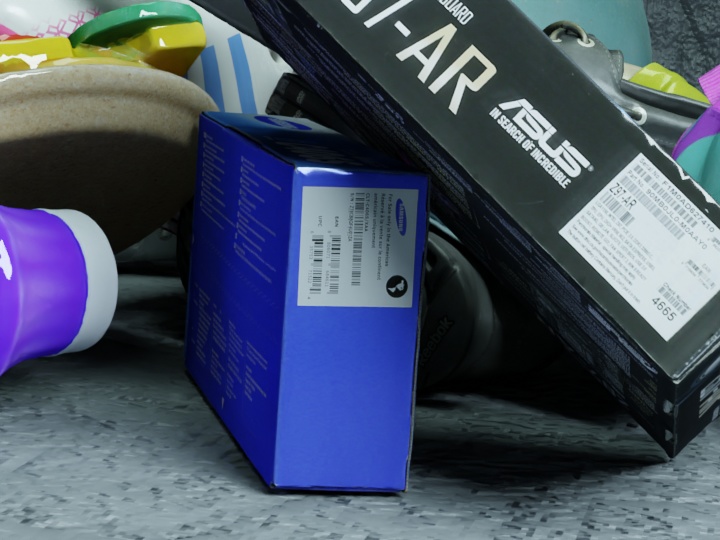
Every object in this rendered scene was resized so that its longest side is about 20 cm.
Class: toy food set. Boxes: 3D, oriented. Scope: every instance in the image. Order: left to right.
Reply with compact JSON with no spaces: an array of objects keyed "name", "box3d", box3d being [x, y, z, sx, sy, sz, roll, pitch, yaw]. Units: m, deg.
[{"name":"toy food set","box3d":[-0.144,-0.035,0.881,0.197,0.049,0.200,-9,-19,-28]}]

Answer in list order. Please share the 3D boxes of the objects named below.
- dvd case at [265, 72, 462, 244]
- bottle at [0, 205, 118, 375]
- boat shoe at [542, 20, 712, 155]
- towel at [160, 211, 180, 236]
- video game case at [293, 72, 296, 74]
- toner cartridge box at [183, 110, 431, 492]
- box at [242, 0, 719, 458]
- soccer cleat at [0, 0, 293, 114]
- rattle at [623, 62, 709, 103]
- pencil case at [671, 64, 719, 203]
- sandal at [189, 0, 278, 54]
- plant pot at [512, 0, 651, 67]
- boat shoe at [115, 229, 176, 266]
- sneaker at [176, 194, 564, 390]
[{"name":"dvd case","box3d":[0.076,-0.014,0.892,0.200,0.022,0.146,35,15,31]},{"name":"bottle","box3d":[-0.160,0.009,0.698,0.065,0.084,0.199,10,10,41]},{"name":"boat shoe","box3d":[0.089,-0.069,0.961,0.199,0.057,0.069,24,12,-11]},{"name":"towel","box3d":[-0.015,-0.023,1.066,0.144,0.023,0.200,28,21,17]},{"name":"video game case","box3d":[0.001,-0.080,1.167,0.181,0.022,0.200,16,-25,27]},{"name":"toner cartridge box","box3d":[-0.022,0.003,0.766,0.043,0.096,0.200,4,8,-12]},{"name":"box","box3d":[0.039,-0.038,0.703,0.200,0.044,0.160,46,-2,14]},{"name":"soccer cleat","box3d":[-0.092,-0.104,0.966,0.070,0.087,0.200,31,4,30]},{"name":"rattle","box3d":[0.079,0.002,1.048,0.130,0.143,0.200,28,50,2]},{"name":"pencil case","box3d":[0.170,-0.005,0.799,0.085,0.093,0.200,-33,23,0]},{"name":"sandal","box3d":[-0.012,-0.096,0.880,0.199,0.045,0.075,29,5,2]},{"name":"plant pot","box3d":[0.074,-0.095,1.297,0.199,0.201,0.134,2,34,-12]},{"name":"boat shoe","box3d":[-0.090,-0.038,1.130,0.065,0.074,0.199,5,8,42]},{"name":"sneaker","box3d":[0.000,0.000,0.914,0.090,0.076,0.200,9,17,-40]}]
